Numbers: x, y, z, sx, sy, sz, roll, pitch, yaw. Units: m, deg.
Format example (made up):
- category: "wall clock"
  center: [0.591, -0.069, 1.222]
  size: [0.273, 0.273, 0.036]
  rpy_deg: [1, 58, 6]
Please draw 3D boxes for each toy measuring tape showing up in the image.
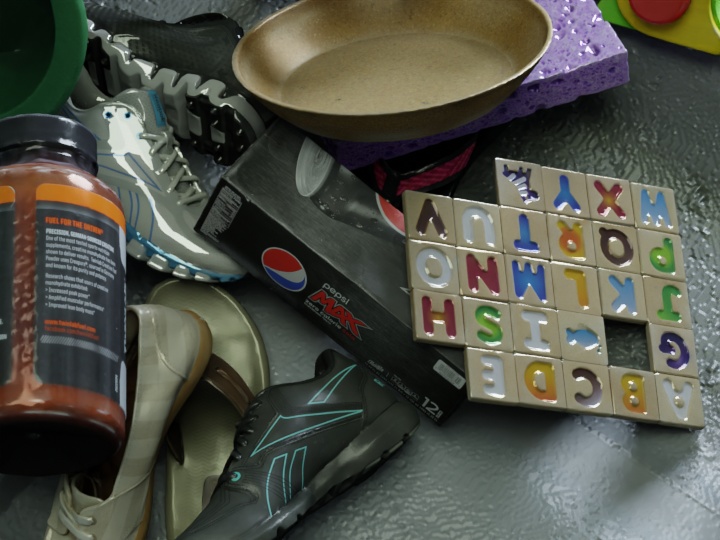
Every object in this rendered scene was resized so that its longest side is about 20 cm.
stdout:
- category: "toy measuring tape"
  center: [0.239, -0.179, 1.535]
  size: [0.200, 0.074, 0.074]
  rpy_deg: [18, 67, 14]

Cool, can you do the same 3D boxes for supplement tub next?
- category: "supplement tub"
  center: [-0.189, 0.011, 1.368]
  size: [0.107, 0.107, 0.201]
  rpy_deg: [-3, 66, 2]

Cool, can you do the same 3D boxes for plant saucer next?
- category: "plant saucer"
  center: [0.021, -0.127, 1.453]
  size: [0.200, 0.036, 0.200]
  rpy_deg: [-6, 29, 3]

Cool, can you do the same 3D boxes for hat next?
- category: "hat"
  center: [-0.226, -0.181, 1.490]
  size: [0.200, 0.176, 0.166]
  rpy_deg: [43, 115, -10]

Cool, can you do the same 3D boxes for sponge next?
- category: "sponge"
  center: [0.062, -0.132, 1.519]
  size: [0.199, 0.030, 0.112]
  rpy_deg: [-17, 41, -5]

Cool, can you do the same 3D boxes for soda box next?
- category: "soda box"
  center: [0.000, 0.000, 1.442]
  size: [0.200, 0.063, 0.071]
  rpy_deg: [39, 54, 4]

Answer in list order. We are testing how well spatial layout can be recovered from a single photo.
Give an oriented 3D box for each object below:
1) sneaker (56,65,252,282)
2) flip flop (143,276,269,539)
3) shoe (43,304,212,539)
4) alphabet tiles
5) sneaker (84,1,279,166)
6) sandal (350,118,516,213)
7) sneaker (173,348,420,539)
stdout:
- category: "sneaker"
  center: [-0.139, -0.067, 1.492]
  size: [0.200, 0.075, 0.087]
  rpy_deg: [34, 112, 16]
- category: "flip flop"
  center: [-0.096, 0.093, 1.441]
  size: [0.081, 0.058, 0.201]
  rpy_deg: [-5, 65, 1]
- category: "shoe"
  center: [-0.153, 0.112, 1.406]
  size: [0.070, 0.053, 0.200]
  rpy_deg: [23, 91, 37]
- category: "alphabet tiles"
  center: [0.118, 0.009, 1.441]
  size: [0.199, 0.008, 0.168]
  rpy_deg: [9, 62, -25]
- category: "sneaker"
  center: [-0.123, -0.138, 1.550]
  size: [0.200, 0.067, 0.090]
  rpy_deg: [28, 52, 25]
- category: "sandal"
  center: [0.044, -0.082, 1.520]
  size: [0.075, 0.045, 0.200]
  rpy_deg: [33, 71, 18]
- category: "sneaker"
  center: [-0.055, 0.120, 1.397]
  size: [0.200, 0.075, 0.079]
  rpy_deg: [-35, 83, -37]
